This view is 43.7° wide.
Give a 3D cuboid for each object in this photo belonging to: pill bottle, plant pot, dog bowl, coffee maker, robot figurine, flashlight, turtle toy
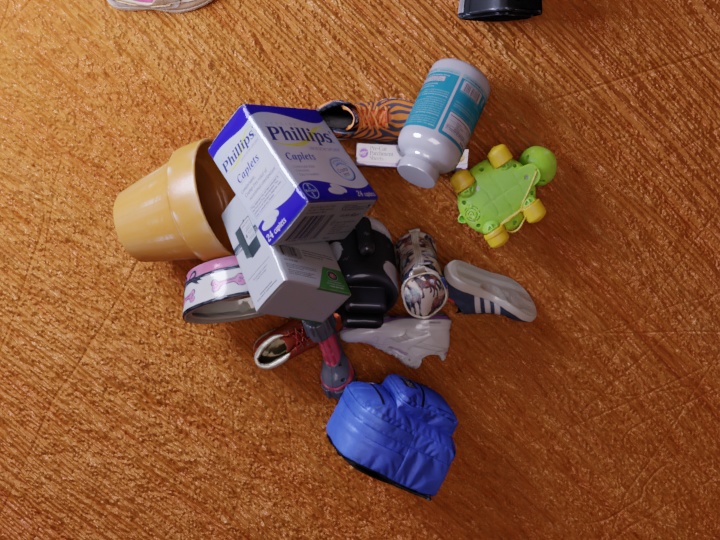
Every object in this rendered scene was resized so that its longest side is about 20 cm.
[{"bbox_3d":[0.131,-0.240,1.486,0.110,0.111,0.202,27,74,-3],"label":"pill bottle"},{"bbox_3d":[-0.304,-0.098,1.506,0.181,0.200,0.203,-14,96,18],"label":"plant pot"},{"bbox_3d":[-0.206,0.030,1.513,0.197,0.200,0.075,-13,77,2],"label":"dog bowl"},{"bbox_3d":[0.233,-0.510,1.445,0.133,0.192,0.203,-5,98,-15],"label":"coffee maker"},{"bbox_3d":[-0.002,0.001,1.504,0.150,0.202,0.124,-34,132,30],"label":"robot figurine"},{"bbox_3d":[-0.054,0.140,1.525,0.068,0.068,0.201,-34,140,-15],"label":"flashlight"},{"bbox_3d":[0.249,-0.139,1.529,0.199,0.101,0.147,-33,94,3],"label":"turtle toy"}]

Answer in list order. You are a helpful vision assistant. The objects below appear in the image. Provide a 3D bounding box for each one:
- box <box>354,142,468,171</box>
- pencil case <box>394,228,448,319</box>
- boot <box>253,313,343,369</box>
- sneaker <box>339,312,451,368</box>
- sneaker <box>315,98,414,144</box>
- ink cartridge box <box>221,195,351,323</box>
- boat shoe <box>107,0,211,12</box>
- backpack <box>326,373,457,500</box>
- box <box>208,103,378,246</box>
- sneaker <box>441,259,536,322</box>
[{"bbox_3d":[0.089,-0.195,1.556,0.197,0.039,0.042,4,94,0],"label":"box"},{"bbox_3d":[0.099,-0.001,1.501,0.076,0.201,0.091,1,113,-3],"label":"pencil case"},{"bbox_3d":[-0.098,0.111,1.559,0.198,0.107,0.076,-31,92,2],"label":"boot"},{"bbox_3d":[0.063,0.125,1.569,0.197,0.075,0.101,-1,98,-4],"label":"sneaker"},{"bbox_3d":[0.010,-0.251,1.514,0.197,0.112,0.079,-7,96,1],"label":"sneaker"},{"bbox_3d":[-0.120,-0.028,1.423,0.083,0.145,0.202,-44,53,29],"label":"ink cartridge box"},{"bbox_3d":[-0.338,-0.475,1.514,0.197,0.069,0.075,-7,96,1],"label":"boat shoe"},{"bbox_3d":[0.049,0.265,1.533,0.198,0.162,0.170,23,93,-19],"label":"backpack"},{"bbox_3d":[-0.103,-0.151,1.404,0.105,0.183,0.201,-47,68,30],"label":"box"},{"bbox_3d":[0.213,0.051,1.569,0.198,0.076,0.085,25,131,-19],"label":"sneaker"}]
